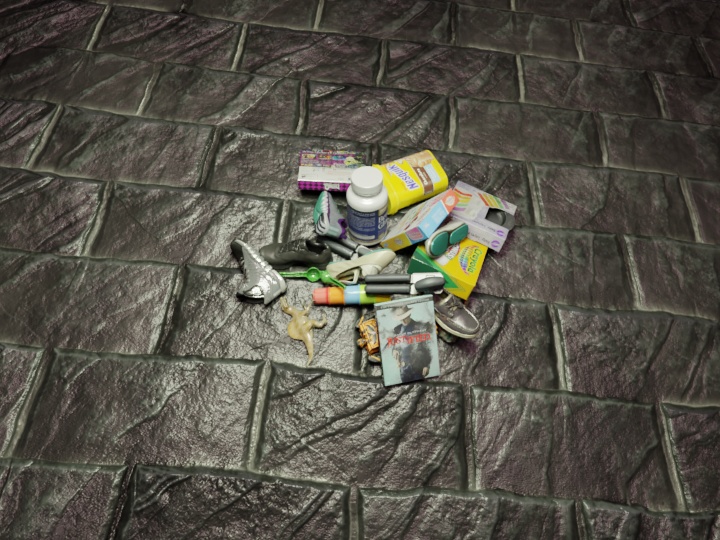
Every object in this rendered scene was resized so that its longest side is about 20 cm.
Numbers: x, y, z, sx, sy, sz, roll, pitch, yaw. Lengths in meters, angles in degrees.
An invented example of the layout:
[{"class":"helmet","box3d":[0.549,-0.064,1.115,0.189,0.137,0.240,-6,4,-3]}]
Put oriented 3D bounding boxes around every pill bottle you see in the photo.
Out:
[{"class":"pill bottle","box3d":[0.018,-0.171,1.351,0.110,0.201,0.112,-1,51,1]}]

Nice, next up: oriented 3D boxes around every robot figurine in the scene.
[{"class":"robot figurine","box3d":[0.084,0.147,1.271,0.198,0.058,0.146,-17,62,-15]}]

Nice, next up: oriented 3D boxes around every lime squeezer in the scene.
[{"class":"lime squeezer","box3d":[-0.110,0.015,1.313,0.198,0.070,0.038,12,93,24]}]

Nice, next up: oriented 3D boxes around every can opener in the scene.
[{"class":"can opener","box3d":[0.104,0.027,1.227,0.197,0.067,0.054,-1,69,10]},{"class":"can opener","box3d":[-0.027,-0.063,1.377,0.198,0.067,0.053,25,60,14]}]

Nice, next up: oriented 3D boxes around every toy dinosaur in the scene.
[{"class":"toy dinosaur","box3d":[-0.131,0.141,1.267,0.100,0.058,0.201,-30,60,-4]}]

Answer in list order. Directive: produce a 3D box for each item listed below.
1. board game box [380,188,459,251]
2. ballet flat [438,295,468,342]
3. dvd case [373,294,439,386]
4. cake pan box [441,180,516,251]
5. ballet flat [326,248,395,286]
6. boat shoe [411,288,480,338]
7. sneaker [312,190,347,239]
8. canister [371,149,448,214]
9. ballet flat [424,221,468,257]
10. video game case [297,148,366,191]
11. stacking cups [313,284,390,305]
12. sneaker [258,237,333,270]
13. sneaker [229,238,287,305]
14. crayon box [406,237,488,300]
[{"class":"board game box","box3d":[0.154,-0.127,1.352,0.040,0.200,0.153,47,65,-11]},{"class":"ballet flat","box3d":[0.249,0.090,1.317,0.075,0.064,0.202,15,60,-4]},{"class":"dvd case","box3d":[0.113,0.167,1.218,0.144,0.022,0.203,-8,100,-11]},{"class":"cake pan box","box3d":[0.335,-0.156,1.441,0.198,0.053,0.185,27,46,9]},{"class":"ballet flat","box3d":[0.000,0.000,1.305,0.198,0.069,0.070,-14,56,27]},{"class":"boat shoe","box3d":[0.208,0.086,1.243,0.072,0.065,0.200,-35,61,-27]},{"class":"sneaker","box3d":[-0.080,-0.147,1.405,0.087,0.075,0.201,21,34,-19]},{"class":"canister","box3d":[0.138,-0.262,1.489,0.198,0.087,0.149,-22,66,-18]},{"class":"ballet flat","box3d":[0.206,-0.085,1.313,0.069,0.070,0.199,44,41,17]},{"class":"video game case","box3d":[-0.080,-0.292,1.480,0.197,0.036,0.182,2,41,-5]},{"class":"stacking cups","box3d":[-0.021,0.061,1.296,0.197,0.061,0.061,-2,61,1]},{"class":"sneaker","box3d":[-0.170,-0.053,1.339,0.197,0.091,0.077,0,62,-4]},{"class":"sneaker","box3d":[-0.291,0.012,1.302,0.200,0.075,0.115,40,67,15]},{"class":"crayon box","box3d":[0.233,-0.032,1.348,0.171,0.059,0.200,24,40,9]}]
